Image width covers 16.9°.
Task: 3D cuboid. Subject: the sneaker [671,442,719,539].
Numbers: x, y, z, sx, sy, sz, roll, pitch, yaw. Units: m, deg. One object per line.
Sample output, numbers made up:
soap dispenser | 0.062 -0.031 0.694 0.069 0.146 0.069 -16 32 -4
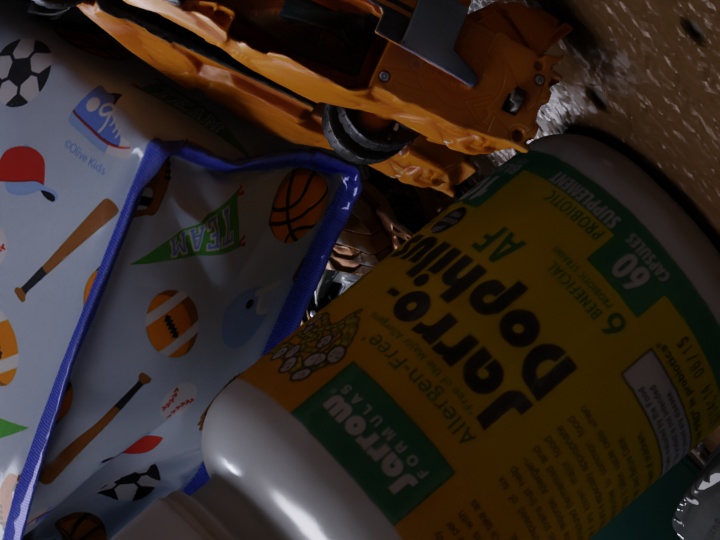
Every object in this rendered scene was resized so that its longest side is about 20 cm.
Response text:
sneaker | 0.145 0.107 0.786 0.091 0.076 0.200 41 166 16

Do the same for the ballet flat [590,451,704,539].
ballet flat | 0.060 0.070 0.884 0.200 0.069 0.069 32 174 -21

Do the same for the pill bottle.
pill bottle | 0.021 0.056 0.769 0.113 0.200 0.113 48 167 15

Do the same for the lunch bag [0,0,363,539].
lunch bag | -0.114 0.007 0.862 0.124 0.200 0.170 5 -154 -46

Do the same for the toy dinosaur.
toy dinosaur | 0.000 0.000 0.941 0.200 0.102 0.136 46 148 51

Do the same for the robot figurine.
robot figurine | -0.042 -0.088 0.745 0.200 0.058 0.145 27 168 -8
